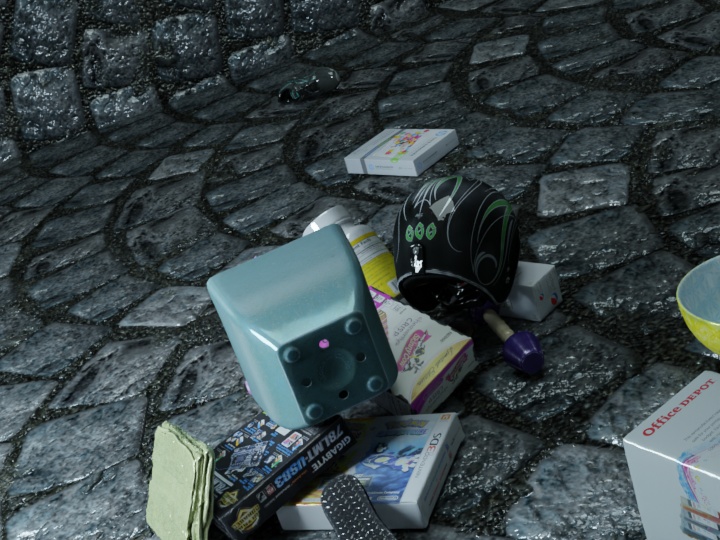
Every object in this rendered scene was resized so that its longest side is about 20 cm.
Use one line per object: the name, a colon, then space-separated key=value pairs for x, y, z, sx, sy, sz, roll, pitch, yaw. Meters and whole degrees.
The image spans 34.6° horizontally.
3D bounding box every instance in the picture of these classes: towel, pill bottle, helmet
towel: x=-0.225 y=0.278 z=1.457 sx=0.036 sy=0.150 sz=0.200 roll=7 pitch=1 yaw=-27
pill bottle: x=0.000 y=0.000 z=1.802 sx=0.111 sy=0.200 sz=0.111 roll=-35 pitch=-13 yaw=-10
helmet: x=0.143 y=-0.046 z=1.711 sx=0.199 sy=0.200 sz=0.192 roll=-2 pitch=62 yaw=31

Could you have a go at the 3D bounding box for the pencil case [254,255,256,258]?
pencil case: x=-0.088 y=-0.006 z=2.031 sx=0.198 sy=0.086 sz=0.084 roll=-12 pitch=27 yaw=11

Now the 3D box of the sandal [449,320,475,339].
sandal: x=0.075 y=0.115 z=1.704 sx=0.199 sy=0.055 sz=0.082 roll=-19 pitch=25 yaw=-2

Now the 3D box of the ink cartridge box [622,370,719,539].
ink cartridge box: x=0.394 y=0.217 z=1.166 sx=0.145 sy=0.146 sz=0.199 roll=-31 pitch=28 yaw=-26

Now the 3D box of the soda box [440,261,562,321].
soda box: x=0.209 y=0.025 z=1.792 sx=0.199 sy=0.064 sz=0.068 roll=7 pitch=34 yaw=44

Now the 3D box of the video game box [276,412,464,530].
video game box: x=0.014 y=0.253 z=1.469 sx=0.199 sy=0.047 sz=0.182 roll=-7 pitch=25 yaw=25

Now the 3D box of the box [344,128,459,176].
box: x=0.087 y=-0.255 z=2.486 sx=0.199 sy=0.041 sz=0.156 roll=8 pitch=36 yaw=42

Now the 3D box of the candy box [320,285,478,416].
candy box: x=0.046 y=0.118 z=1.627 sx=0.199 sy=0.061 sz=0.136 roll=27 pitch=60 yaw=36

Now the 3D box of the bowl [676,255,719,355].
bowl: x=0.506 y=0.062 z=1.458 sx=0.199 sy=0.108 sz=0.200 roll=-14 pitch=24 yaw=7

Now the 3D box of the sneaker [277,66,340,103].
sneaker: x=-0.140 y=-0.488 z=3.107 sx=0.199 sy=0.076 sz=0.079 roll=-9 pitch=36 yaw=38

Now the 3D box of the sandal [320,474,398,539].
sandal: x=0.008 y=0.316 z=1.330 sx=0.075 sy=0.045 sz=0.200 roll=-29 pitch=37 yaw=1

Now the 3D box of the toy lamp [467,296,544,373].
toy lamp: x=0.210 y=0.091 z=1.661 sx=0.058 sy=0.059 sz=0.200 roll=-21 pitch=26 yaw=-7

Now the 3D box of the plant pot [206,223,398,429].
plant pot: x=-0.059 y=0.088 z=1.460 sx=0.195 sy=0.198 sz=0.200 roll=-24 pitch=22 yaw=-8

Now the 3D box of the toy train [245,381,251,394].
toy train: x=-0.096 y=0.152 z=1.753 sx=0.149 sy=0.056 sz=0.200 roll=-12 pitch=26 yaw=2

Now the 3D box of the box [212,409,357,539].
box: x=-0.127 y=0.248 z=1.499 sx=0.198 sy=0.050 sz=0.200 roll=-39 pitch=18 yaw=-18
